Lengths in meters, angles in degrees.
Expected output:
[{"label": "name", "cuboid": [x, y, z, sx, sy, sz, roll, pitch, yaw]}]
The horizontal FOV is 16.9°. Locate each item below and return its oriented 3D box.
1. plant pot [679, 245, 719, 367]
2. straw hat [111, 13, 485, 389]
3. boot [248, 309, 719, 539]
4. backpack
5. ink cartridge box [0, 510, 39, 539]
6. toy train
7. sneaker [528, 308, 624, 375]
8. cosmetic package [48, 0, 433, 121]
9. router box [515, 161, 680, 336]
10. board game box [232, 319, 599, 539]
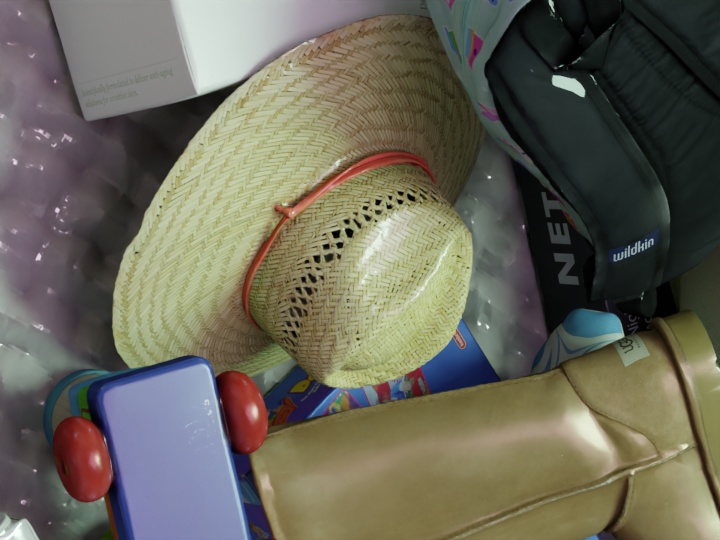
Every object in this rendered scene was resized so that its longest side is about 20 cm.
[{"label": "plant pot", "cuboid": [0.224, 0.026, 1.115, 0.199, 0.200, 0.135, 24, 100, -32]}, {"label": "straw hat", "cuboid": [0.000, 0.000, 1.013, 0.200, 0.085, 0.202, -28, 144, -22]}, {"label": "boot", "cuboid": [0.067, 0.117, 1.045, 0.199, 0.066, 0.176, -18, 107, -3]}, {"label": "backpack", "cuboid": [0.106, -0.093, 0.981, 0.167, 0.127, 0.200, -44, 139, 9]}, {"label": "ink cartridge box", "cuboid": [-0.162, 0.214, 0.972, 0.147, 0.085, 0.201, -35, 109, -27]}, {"label": "toy train", "cuboid": [-0.079, 0.135, 1.002, 0.084, 0.116, 0.202, -15, 98, -22]}, {"label": "sneaker", "cuboid": [0.137, 0.082, 1.149, 0.200, 0.072, 0.073, 46, 65, -53]}, {"label": "cosmetic package", "cuboid": [-0.024, -0.133, 1.035, 0.199, 0.107, 0.085, -21, 99, -31]}, {"label": "router box", "cuboid": [0.149, -0.075, 1.189, 0.156, 0.052, 0.202, -20, 103, -32]}, {"label": "board game box", "cuboid": [0.030, 0.124, 1.122, 0.134, 0.045, 0.201, -43, 114, -25]}]
